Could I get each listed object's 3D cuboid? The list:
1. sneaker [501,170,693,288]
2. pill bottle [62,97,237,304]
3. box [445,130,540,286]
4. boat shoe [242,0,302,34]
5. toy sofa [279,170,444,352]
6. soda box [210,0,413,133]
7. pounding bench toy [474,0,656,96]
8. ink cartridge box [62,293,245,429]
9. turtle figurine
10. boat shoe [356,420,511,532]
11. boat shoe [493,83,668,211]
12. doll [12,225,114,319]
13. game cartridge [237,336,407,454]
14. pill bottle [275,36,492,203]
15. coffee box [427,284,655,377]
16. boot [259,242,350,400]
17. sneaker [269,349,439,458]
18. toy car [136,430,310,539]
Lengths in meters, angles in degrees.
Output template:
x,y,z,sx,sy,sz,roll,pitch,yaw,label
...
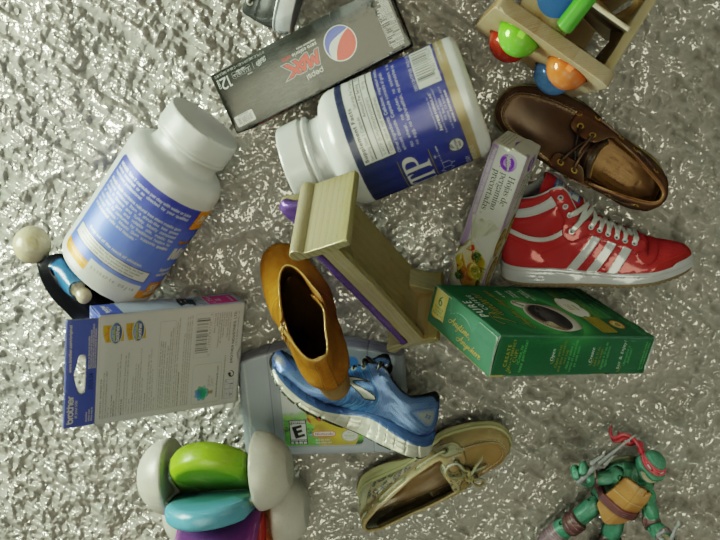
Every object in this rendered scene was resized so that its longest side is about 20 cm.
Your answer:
x,y,z,sx,sy,sz,roll,pitch,yaw,label
0.243,-0.046,0.858,0.195,0.071,0.115,-2,109,8,sneaker
-0.216,-0.074,0.872,0.111,0.112,0.201,38,106,-6,pill bottle
0.129,-0.041,0.852,0.038,0.041,0.203,28,125,19,box
-0.073,-0.340,0.813,0.065,0.070,0.204,16,114,-1,boat shoe
0.000,0.000,0.831,0.096,0.084,0.200,-13,142,28,toy sofa
-0.047,-0.211,0.839,0.196,0.071,0.064,-24,100,11,soda box
0.195,-0.245,0.729,0.123,0.200,0.158,32,96,-4,pounding bench toy
-0.220,0.093,0.885,0.197,0.042,0.122,-5,110,-37,ink cartridge box
0.288,0.263,0.924,0.148,0.101,0.202,35,122,10,turtle figurine
0.086,0.238,0.948,0.198,0.063,0.074,-31,116,16,boat shoe
0.226,-0.125,0.839,0.197,0.068,0.073,30,106,-3,boat shoe
-0.302,0.033,0.913,0.200,0.136,0.049,48,68,-21,doll
-0.043,0.143,0.956,0.195,0.041,0.137,-3,101,6,game cartridge
0.022,-0.137,0.828,0.196,0.120,0.122,-21,103,11,pill bottle
0.177,0.058,0.825,0.196,0.123,0.045,2,112,-29,coffee box
-0.061,0.024,0.829,0.070,0.145,0.204,-24,62,-5,boot
-0.005,0.125,0.900,0.196,0.079,0.091,22,88,1,sneaker
-0.154,0.277,0.923,0.170,0.152,0.202,-4,137,9,toy car
